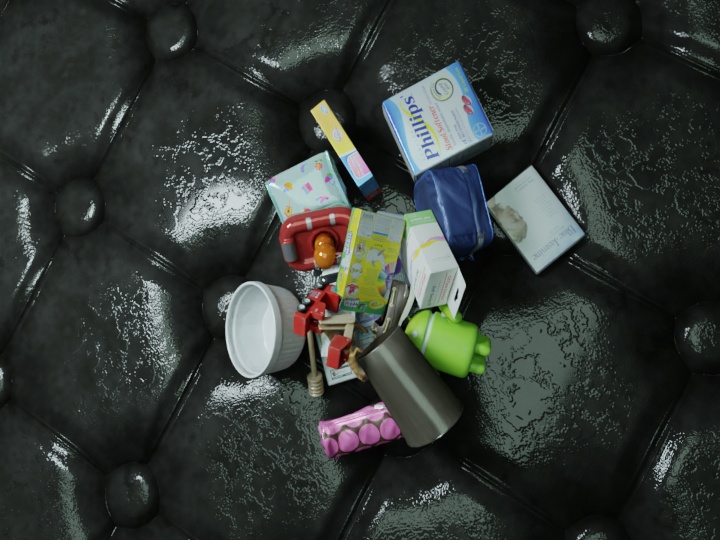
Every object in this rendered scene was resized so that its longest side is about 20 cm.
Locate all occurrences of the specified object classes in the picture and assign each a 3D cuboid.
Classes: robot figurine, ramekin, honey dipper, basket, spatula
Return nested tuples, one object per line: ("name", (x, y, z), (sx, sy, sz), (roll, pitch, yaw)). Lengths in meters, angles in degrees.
("robot figurine", (0.181, 0.157, 1.170), (0.193, 0.116, 0.182), (16, 110, 10))
("ramekin", (-0.206, 0.129, 1.204), (0.196, 0.103, 0.209), (-2, 87, 45))
("honey dipper", (-0.107, 0.189, 1.199), (0.036, 0.038, 0.207), (1, 119, 9))
("basket", (0.092, 0.227, 1.095), (0.135, 0.180, 0.203), (-36, 90, -18))
("spatula", (0.000, 0.000, 1.183), (0.193, 0.021, 0.059), (-16, 82, -11))

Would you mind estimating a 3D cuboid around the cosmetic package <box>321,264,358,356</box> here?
("cosmetic package", (-0.045, 0.089, 1.223), (0.079, 0.051, 0.209), (0, 85, 9))

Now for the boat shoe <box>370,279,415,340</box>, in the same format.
("boat shoe", (0.056, 0.119, 1.177), (0.058, 0.072, 0.206), (20, 104, -9))

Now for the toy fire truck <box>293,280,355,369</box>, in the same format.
("toy fire truck", (-0.062, 0.103, 1.105), (0.136, 0.201, 0.050), (17, 123, 13))

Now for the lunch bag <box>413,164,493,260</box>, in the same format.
("lunch bag", (0.208, -0.119, 1.171), (0.127, 0.136, 0.208), (-11, 84, -15))

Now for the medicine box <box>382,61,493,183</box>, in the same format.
("medicine box", (0.172, -0.326, 1.222), (0.195, 0.103, 0.187), (-26, 82, 5))

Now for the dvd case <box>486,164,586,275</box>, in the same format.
("dvd case", (0.387, -0.113, 1.212), (0.141, 0.018, 0.203), (-37, 81, 3))

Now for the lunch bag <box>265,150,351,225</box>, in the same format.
("lunch bag", (-0.103, -0.140, 1.241), (0.165, 0.122, 0.206), (-22, 89, 5))

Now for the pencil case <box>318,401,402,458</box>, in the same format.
("pencil case", (0.000, 0.344, 1.195), (0.194, 0.095, 0.093), (-21, 50, 5))

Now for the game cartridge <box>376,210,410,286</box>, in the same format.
("game cartridge", (0.068, -0.026, 1.229), (0.128, 0.040, 0.208), (10, 82, -5))

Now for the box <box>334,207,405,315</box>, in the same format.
("box", (0.018, -0.015, 1.116), (0.114, 0.048, 0.208), (10, 96, -29))

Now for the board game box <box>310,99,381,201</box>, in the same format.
("board game box", (-0.029, -0.266, 1.223), (0.040, 0.153, 0.204), (-33, 80, 5))

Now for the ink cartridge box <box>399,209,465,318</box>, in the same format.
("ink cartridge box", (0.141, -0.008, 1.111), (0.065, 0.119, 0.204), (-9, 51, -14))

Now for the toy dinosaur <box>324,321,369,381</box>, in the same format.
("toy dinosaur", (-0.042, 0.149, 1.161), (0.200, 0.060, 0.107), (45, 96, 11))

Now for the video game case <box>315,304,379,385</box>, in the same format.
("video game case", (-0.006, 0.146, 1.249), (0.193, 0.022, 0.189), (-17, 83, 8))

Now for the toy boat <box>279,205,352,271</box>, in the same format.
("toy boat", (-0.074, -0.052, 1.148), (0.192, 0.132, 0.134), (-12, 124, -2))
